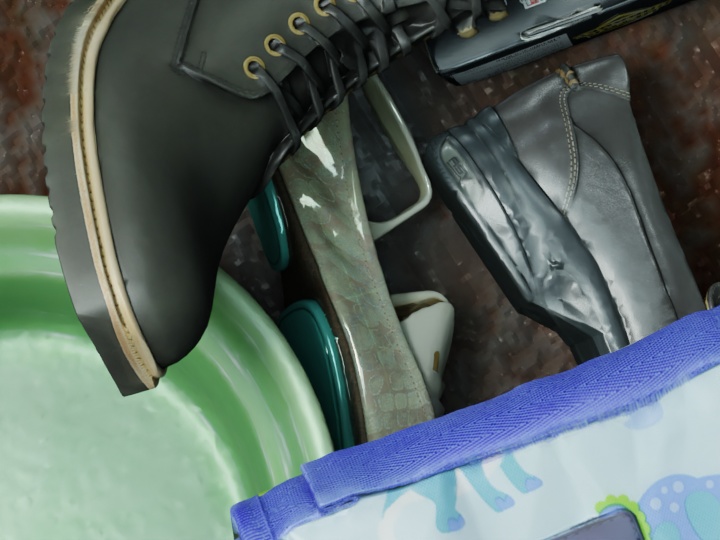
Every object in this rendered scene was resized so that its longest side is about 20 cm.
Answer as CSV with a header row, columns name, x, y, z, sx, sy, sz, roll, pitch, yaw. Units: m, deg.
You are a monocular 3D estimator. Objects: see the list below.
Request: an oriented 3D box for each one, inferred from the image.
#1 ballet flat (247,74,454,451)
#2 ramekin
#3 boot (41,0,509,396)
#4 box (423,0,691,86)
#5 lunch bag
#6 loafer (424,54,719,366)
name,x,y,z,sx,sy,sz,roll,pitch,yaw
ballet flat,0.000,0.000,0.928,0.062,0.067,0.201,-15,89,-15
ramekin,-0.106,0.085,0.893,0.198,0.098,0.202,1,77,-4
boot,-0.013,-0.061,0.837,0.137,0.078,0.201,-8,50,11
box,0.066,-0.180,0.926,0.158,0.046,0.201,-21,87,8
lunch bag,0.073,0.113,0.808,0.169,0.128,0.201,-22,120,-2
loafer,0.103,0.025,0.908,0.072,0.073,0.201,-34,93,-2
